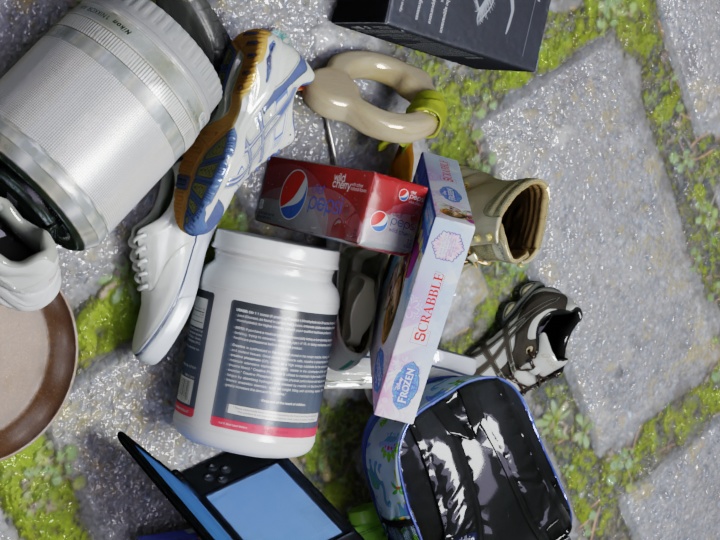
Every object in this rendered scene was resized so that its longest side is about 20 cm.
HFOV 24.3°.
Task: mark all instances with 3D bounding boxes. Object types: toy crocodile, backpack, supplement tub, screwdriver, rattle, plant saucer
[{"bbox_3d":[0.038,0.266,1.769,0.199,0.062,0.068,-23,95,-25],"label":"toy crocodile"},{"bbox_3d":[0.093,0.209,1.682,0.182,0.147,0.201,-26,103,-25],"label":"backpack"},{"bbox_3d":[-0.097,0.069,1.598,0.140,0.140,0.201,9,93,-33],"label":"supplement tub"},{"bbox_3d":[-0.015,-0.071,1.697,0.028,0.029,0.201,-18,108,-29],"label":"screwdriver"},{"bbox_3d":[-0.026,-0.151,1.668,0.199,0.143,0.131,1,60,-25],"label":"rattle"},{"bbox_3d":[-0.351,0.075,1.498,0.199,0.034,0.202,-5,99,-31],"label":"plant saucer"}]

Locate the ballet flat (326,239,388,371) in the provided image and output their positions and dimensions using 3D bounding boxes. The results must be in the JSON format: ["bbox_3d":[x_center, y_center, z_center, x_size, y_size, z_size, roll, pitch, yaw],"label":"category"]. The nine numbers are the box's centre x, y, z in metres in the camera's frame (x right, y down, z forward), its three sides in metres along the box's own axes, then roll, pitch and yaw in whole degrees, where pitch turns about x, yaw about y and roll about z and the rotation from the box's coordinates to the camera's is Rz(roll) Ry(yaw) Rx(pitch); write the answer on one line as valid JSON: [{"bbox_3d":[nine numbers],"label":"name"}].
[{"bbox_3d":[0.000,0.000,1.651,0.069,0.069,0.201,15,77,-34],"label":"ballet flat"}]

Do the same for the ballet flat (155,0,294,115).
[{"bbox_3d":[-0.132,-0.200,1.587,0.057,0.066,0.200,-53,127,-30],"label":"ballet flat"}]

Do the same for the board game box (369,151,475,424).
[{"bbox_3d":[0.054,0.012,1.582,0.041,0.200,0.201,14,109,-7],"label":"board game box"}]

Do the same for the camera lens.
[{"bbox_3d":[-0.238,-0.130,1.464,0.200,0.160,0.160,-49,119,-17],"label":"camera lens"}]

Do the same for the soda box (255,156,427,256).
[{"bbox_3d":[-0.021,-0.063,1.590,0.063,0.200,0.070,14,90,-33],"label":"soda box"}]

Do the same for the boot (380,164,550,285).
[{"bbox_3d":[0.103,-0.014,1.705,0.073,0.155,0.201,39,76,-31],"label":"boot"}]

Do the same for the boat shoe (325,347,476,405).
[{"bbox_3d":[0.027,0.115,1.726,0.201,0.074,0.087,8,93,-31],"label":"boat shoe"}]

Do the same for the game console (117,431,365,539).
[{"bbox_3d":[-0.106,0.214,1.564,0.175,0.200,0.117,-22,135,-29],"label":"game console"}]

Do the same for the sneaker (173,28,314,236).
[{"bbox_3d":[-0.102,-0.117,1.541,0.088,0.075,0.201,25,89,-39],"label":"sneaker"}]

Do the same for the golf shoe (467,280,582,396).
[{"bbox_3d":[0.167,0.104,1.803,0.078,0.094,0.201,36,79,-33],"label":"golf shoe"}]

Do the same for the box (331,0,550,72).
[{"bbox_3d":[0.090,-0.294,1.685,0.199,0.104,0.149,14,90,-34],"label":"box"}]

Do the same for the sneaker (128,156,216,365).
[{"bbox_3d":[-0.188,-0.013,1.577,0.070,0.073,0.201,22,76,-24],"label":"sneaker"}]

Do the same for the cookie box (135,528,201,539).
[{"bbox_3d":[-0.140,0.356,1.643,0.170,0.075,0.201,-4,105,-33],"label":"cookie box"}]

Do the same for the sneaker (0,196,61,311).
[{"bbox_3d":[-0.343,-0.041,1.418,0.199,0.099,0.078,19,57,-9],"label":"sneaker"}]
